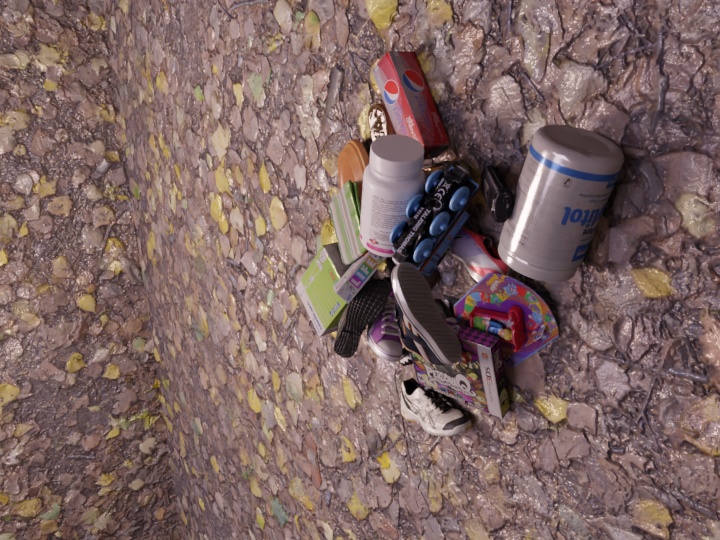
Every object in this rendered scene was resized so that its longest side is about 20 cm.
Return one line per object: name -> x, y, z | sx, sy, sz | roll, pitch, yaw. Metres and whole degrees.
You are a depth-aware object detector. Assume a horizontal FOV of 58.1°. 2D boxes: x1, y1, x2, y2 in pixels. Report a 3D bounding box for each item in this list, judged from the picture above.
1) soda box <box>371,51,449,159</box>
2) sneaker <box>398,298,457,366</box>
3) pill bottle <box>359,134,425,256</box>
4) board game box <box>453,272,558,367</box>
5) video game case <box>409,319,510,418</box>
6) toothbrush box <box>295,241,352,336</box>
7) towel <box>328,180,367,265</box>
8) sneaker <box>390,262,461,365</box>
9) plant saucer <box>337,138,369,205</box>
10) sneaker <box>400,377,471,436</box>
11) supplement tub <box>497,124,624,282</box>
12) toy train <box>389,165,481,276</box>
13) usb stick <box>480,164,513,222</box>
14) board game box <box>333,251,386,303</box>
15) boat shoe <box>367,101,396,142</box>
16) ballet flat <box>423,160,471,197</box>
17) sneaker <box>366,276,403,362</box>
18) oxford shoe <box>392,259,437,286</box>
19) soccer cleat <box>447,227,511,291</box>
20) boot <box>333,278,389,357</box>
soda box -> 0.094, -0.310, 1.222 | 0.063, 0.070, 0.202 | -34, 73, 53
sneaker -> 0.130, 0.124, 1.331 | 0.200, 0.066, 0.091 | -53, 53, 47
pill bottle -> 0.059, -0.135, 1.178 | 0.113, 0.113, 0.201 | 45, 145, 37
board game box -> 0.240, 0.098, 1.127 | 0.158, 0.039, 0.200 | 44, 140, 5
video game case -> 0.178, 0.172, 1.213 | 0.199, 0.036, 0.183 | 17, 136, 39
toothbrush box -> -0.063, 0.044, 1.556 | 0.146, 0.085, 0.200 | 61, 142, 20
towel -> -0.020, -0.097, 1.373 | 0.200, 0.030, 0.151 | 150, 106, -74
sneaker -> 0.094, 0.083, 1.124 | 0.079, 0.078, 0.201 | -17, 107, 46
plant saucer -> -0.011, -0.178, 1.389 | 0.200, 0.037, 0.202 | 169, 90, -77
sneaker -> 0.146, 0.280, 1.346 | 0.199, 0.075, 0.089 | 8, 108, 53
supplement tub -> 0.291, -0.100, 0.959 | 0.132, 0.131, 0.202 | 42, 134, 40
toy train -> 0.131, -0.088, 1.132 | 0.087, 0.114, 0.201 | 39, 99, 28
usb stick -> 0.216, -0.126, 1.040 | 0.200, 0.032, 0.056 | -76, -11, -70
board game box -> 0.000, 0.000, 1.341 | 0.034, 0.135, 0.200 | 39, 178, -4
boat shoe -> 0.061, -0.238, 1.304 | 0.072, 0.065, 0.202 | 17, 124, 43
ballet flat -> 0.122, -0.170, 1.234 | 0.200, 0.072, 0.073 | -6, 96, 56
sneaker -> 0.059, 0.090, 1.361 | 0.201, 0.072, 0.115 | -103, 30, -51
oxford shoe -> 0.081, -0.036, 1.339 | 0.201, 0.070, 0.075 | 63, 150, 22
soccer cleat -> 0.198, -0.047, 1.180 | 0.200, 0.068, 0.074 | 48, 120, 35
boot -> -0.005, 0.076, 1.379 | 0.201, 0.067, 0.131 | -61, 12, 24
